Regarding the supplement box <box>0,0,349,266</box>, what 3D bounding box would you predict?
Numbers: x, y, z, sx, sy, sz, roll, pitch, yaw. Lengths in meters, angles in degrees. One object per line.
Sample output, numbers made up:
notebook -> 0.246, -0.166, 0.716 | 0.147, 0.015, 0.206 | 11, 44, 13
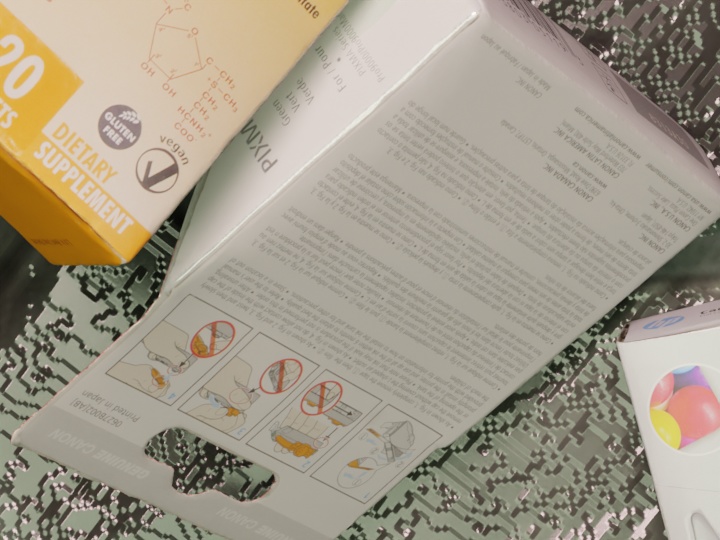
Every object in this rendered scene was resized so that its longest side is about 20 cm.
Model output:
supplement box -> -0.060, -0.115, 0.843 | 0.126, 0.074, 0.200 | 43, 74, -17

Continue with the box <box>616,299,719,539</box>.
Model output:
box -> 0.201, 0.071, 0.954 | 0.200, 0.041, 0.156 | -15, 97, 11

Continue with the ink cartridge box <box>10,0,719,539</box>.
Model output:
ink cartridge box -> 0.000, 0.000, 0.921 | 0.200, 0.161, 0.050 | -40, 52, 15
